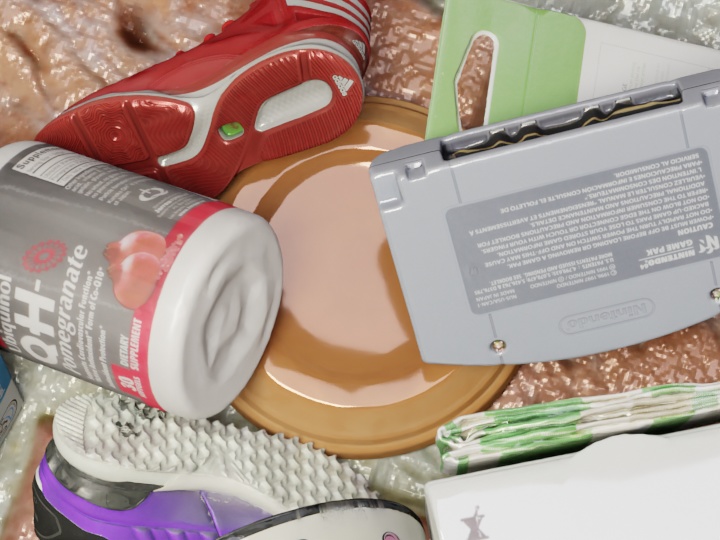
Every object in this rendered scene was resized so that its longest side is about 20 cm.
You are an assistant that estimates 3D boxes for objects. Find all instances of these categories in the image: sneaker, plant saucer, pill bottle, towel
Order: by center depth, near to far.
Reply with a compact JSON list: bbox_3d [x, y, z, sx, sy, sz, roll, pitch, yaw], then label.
[{"bbox_3d":[0.136,0.073,1.282,0.198,0.153,0.024,-12,81,0],"label":"towel"},{"bbox_3d":[-0.150,-0.003,1.315,0.199,0.111,0.111,18,78,24],"label":"pill bottle"},{"bbox_3d":[-0.080,0.136,1.322,0.199,0.070,0.100,19,118,-14],"label":"sneaker"},{"bbox_3d":[0.000,0.000,1.361,0.198,0.037,0.202,0,79,2],"label":"plant saucer"},{"bbox_3d":[-0.078,-0.099,1.377,0.199,0.116,0.079,-12,121,21],"label":"sneaker"}]

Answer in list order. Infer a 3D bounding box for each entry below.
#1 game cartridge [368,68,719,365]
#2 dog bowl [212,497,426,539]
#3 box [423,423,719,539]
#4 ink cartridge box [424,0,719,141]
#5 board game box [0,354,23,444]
[{"bbox_3d":[0.115,-0.021,1.284,0.198,0.041,0.134,-13,118,5],"label":"game cartridge"},{"bbox_3d":[-0.043,0.197,1.230,0.199,0.200,0.074,-26,63,-4],"label":"dog bowl"},{"bbox_3d":[0.145,0.190,1.268,0.197,0.131,0.202,-11,78,0],"label":"box"},{"bbox_3d":[0.127,-0.073,1.338,0.199,0.059,0.105,12,77,-11],"label":"ink cartridge box"},{"bbox_3d":[-0.246,0.120,1.269,0.047,0.151,0.201,23,72,10],"label":"board game box"}]
